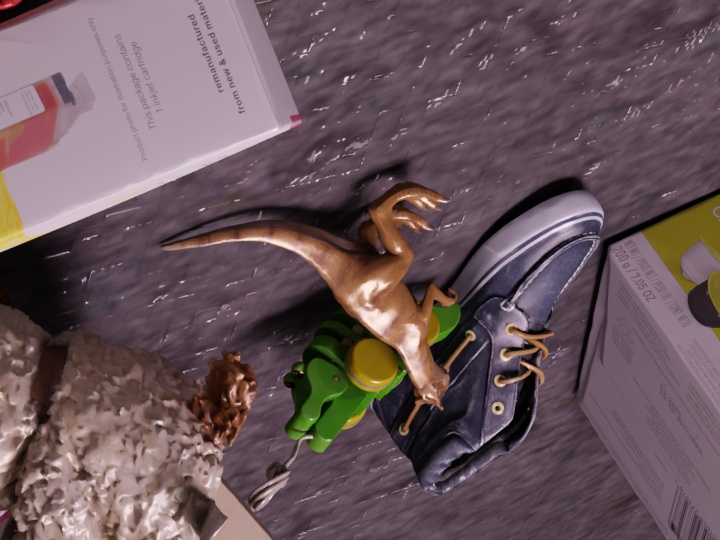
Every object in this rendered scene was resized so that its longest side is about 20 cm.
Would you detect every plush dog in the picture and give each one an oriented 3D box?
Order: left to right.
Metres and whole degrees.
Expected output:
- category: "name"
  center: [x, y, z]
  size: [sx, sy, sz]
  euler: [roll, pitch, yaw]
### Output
- category: "plush dog"
  center: [-0.154, 0.078, 1.207]
  size: [0.171, 0.201, 0.161]
  euler: [20, 130, -13]

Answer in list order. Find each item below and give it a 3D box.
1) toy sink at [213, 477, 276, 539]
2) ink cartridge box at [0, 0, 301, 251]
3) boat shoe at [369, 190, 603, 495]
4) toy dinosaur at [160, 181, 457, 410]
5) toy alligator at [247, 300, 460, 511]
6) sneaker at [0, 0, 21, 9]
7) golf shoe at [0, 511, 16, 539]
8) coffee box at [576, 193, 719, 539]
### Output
- category: "toy sink"
  center: [-0.110, 0.178, 1.425]
  size: [0.130, 0.112, 0.200]
  euler: [-42, 173, -6]
- category: "ink cartridge box"
  center: [-0.133, -0.059, 1.037]
  size: [0.199, 0.084, 0.145]
  euler: [-22, -176, 3]
- category: "boat shoe"
  center: [0.090, 0.046, 1.514]
  size: [0.200, 0.091, 0.071]
  euler: [-46, 151, 27]
- category: "toy dinosaur"
  center: [0.000, 0.000, 1.366]
  size: [0.200, 0.060, 0.107]
  euler: [41, 65, -28]
- category: "toy alligator"
  center: [-0.015, 0.060, 1.433]
  size: [0.200, 0.054, 0.059]
  euler: [-41, 172, -39]
- category: "sneaker"
  center: [-0.145, -0.134, 0.992]
  size: [0.077, 0.085, 0.199]
  euler: [-45, 150, 26]
- category: "golf shoe"
  center: [-0.221, 0.124, 1.365]
  size: [0.200, 0.073, 0.092]
  euler: [-47, 134, 15]
- category: "coffee box"
  center: [0.280, 0.071, 1.632]
  size: [0.197, 0.200, 0.201]
  euler: [-24, 151, -16]
